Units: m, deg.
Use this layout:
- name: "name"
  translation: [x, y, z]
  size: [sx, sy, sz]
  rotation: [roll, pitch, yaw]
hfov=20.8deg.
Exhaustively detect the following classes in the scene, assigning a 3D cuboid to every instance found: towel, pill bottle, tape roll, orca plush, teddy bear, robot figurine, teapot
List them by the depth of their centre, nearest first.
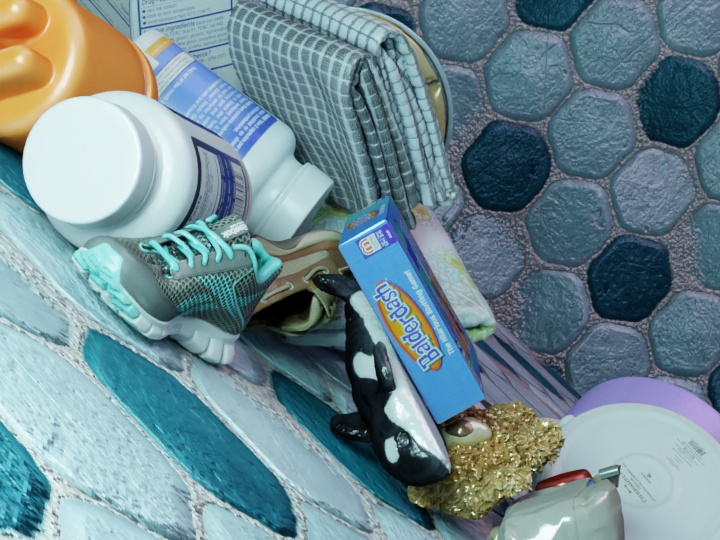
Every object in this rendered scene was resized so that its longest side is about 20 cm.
- name: "pill bottle"
  translation: [-0.153, -0.060, 1.332]
  size: [0.111, 0.111, 0.200]
  rotation: [43, 5, 14]
- name: "robot figurine"
  translation: [-0.221, -0.135, 1.428]
  size: [0.144, 0.117, 0.200]
  rotation: [41, 5, 25]
- name: "orca plush"
  translation: [0.000, 0.087, 1.437]
  size: [0.201, 0.071, 0.105]
  rotation: [63, 5, 29]
- name: "teddy bear"
  translation: [0.088, 0.130, 1.529]
  size: [0.144, 0.067, 0.200]
  rotation: [18, 15, 22]
- name: "pill bottle"
  translation: [-0.125, -0.099, 1.628]
  size: [0.200, 0.112, 0.112]
  rotation: [37, 5, 2]
- name: "towel"
  translation: [-0.020, -0.131, 1.652]
  size: [0.165, 0.086, 0.201]
  rotation: [26, -34, 42]
- name: "teapot"
  translation: [0.229, 0.221, 1.693]
  size: [0.196, 0.201, 0.147]
  rotation: [8, -40, 4]
- name: "towel"
  translation: [0.000, 0.000, 1.702]
  size: [0.199, 0.048, 0.172]
  rotation: [0, 42, -25]
- name: "tape roll"
  translation: [0.264, 0.201, 1.814]
  size: [0.200, 0.200, 0.066]
  rotation: [43, 43, 9]

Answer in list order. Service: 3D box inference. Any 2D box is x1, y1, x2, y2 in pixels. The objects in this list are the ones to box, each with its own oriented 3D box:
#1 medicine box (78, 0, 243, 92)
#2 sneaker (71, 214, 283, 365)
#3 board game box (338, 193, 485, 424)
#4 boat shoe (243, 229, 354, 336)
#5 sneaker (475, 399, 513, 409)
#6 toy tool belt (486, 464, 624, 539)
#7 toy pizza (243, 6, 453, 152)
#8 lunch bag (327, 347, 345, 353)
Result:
- name: "medicine box"
  translation: [-0.187, -0.206, 1.781]
  size: [0.182, 0.102, 0.201]
  rotation: [48, -34, 49]
- name: "sneaker"
  translation: [-0.113, -0.004, 1.268]
  size: [0.078, 0.091, 0.200]
  rotation: [43, 5, 20]
- name: "board game box"
  translation: [0.040, 0.025, 1.517]
  size: [0.153, 0.045, 0.200]
  rotation: [61, 5, -5]
- name: "boat shoe"
  translation: [-0.057, 0.018, 1.541]
  size: [0.200, 0.076, 0.074]
  rotation: [-5, 57, -54]
- name: "sneaker"
  translation: [0.082, 0.148, 1.710]
  size: [0.080, 0.074, 0.200]
  rotation: [13, 3, 14]
- name: "toy tool belt"
  translation: [0.158, 0.222, 1.451]
  size: [0.200, 0.124, 0.124]
  rotation: [-12, 85, -80]
- name: "toy pizza"
  translation: [-0.015, -0.138, 1.776]
  size: [0.200, 0.200, 0.032]
  rotation: [41, 16, -11]
- name: "lunch bag"
  translation: [-0.055, -0.003, 1.813]
  size: [0.200, 0.076, 0.160]
  rotation: [44, 7, 28]
